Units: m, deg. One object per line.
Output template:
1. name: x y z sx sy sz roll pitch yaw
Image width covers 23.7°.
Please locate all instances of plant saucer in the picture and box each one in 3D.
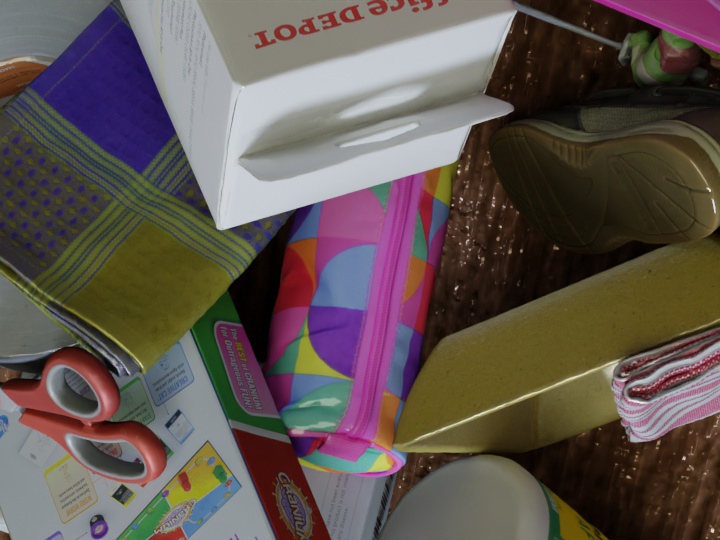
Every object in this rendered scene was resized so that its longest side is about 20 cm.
1. plant saucer: 0.131 0.035 0.851 0.200 0.200 0.049 -23 75 21

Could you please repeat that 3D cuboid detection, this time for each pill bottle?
1. pill bottle: 0.106 0.193 0.923 0.113 0.113 0.200 -34 125 23

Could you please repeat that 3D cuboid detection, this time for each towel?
1. towel: -0.098 -0.055 0.802 0.144 0.200 0.023 37 154 12
2. towel: 0.192 0.047 0.813 0.146 0.200 0.030 -19 76 6

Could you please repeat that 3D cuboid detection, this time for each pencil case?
1. pencil case: 0.000 0.000 0.851 0.088 0.088 0.201 8 76 10

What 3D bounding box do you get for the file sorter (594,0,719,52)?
1. file sorter: 0.127 -0.204 0.647 0.139 0.125 0.200 30 95 35

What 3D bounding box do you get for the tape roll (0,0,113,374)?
1. tape roll: -0.162 -0.050 0.878 0.200 0.066 0.201 -1 80 7

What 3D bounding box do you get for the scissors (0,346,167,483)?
1. scissors: -0.164 0.067 0.817 0.200 0.014 0.073 -3 124 46

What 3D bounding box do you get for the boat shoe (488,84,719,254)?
1. boat shoe: 0.129 -0.051 0.817 0.065 0.200 0.073 -32 107 -17

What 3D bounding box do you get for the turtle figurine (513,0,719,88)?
1. turtle figurine: 0.193 -0.139 0.806 0.194 0.200 0.144 31 89 -26

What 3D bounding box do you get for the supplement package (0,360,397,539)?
1. supplement package: -0.085 0.110 0.932 0.199 0.117 0.117 13 76 8

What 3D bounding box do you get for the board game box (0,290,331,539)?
1. board game box: -0.092 0.126 0.805 0.153 0.040 0.200 -34 69 28

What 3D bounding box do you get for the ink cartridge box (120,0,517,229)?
1. ink cartridge box: -0.029 -0.123 0.763 0.128 0.125 0.200 -17 68 -17
